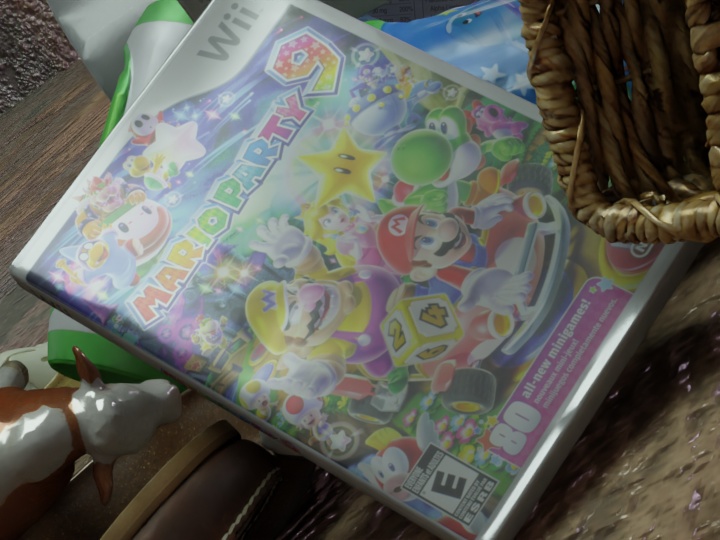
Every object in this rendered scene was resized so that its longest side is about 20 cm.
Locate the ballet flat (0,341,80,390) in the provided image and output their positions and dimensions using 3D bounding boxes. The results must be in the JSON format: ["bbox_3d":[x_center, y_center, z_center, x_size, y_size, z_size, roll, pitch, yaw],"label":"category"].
[{"bbox_3d":[-0.201,0.082,1.117,0.200,0.063,0.069,-44,15,-24],"label":"ballet flat"}]

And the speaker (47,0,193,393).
[{"bbox_3d":[-0.103,-0.037,1.042,0.088,0.088,0.200,-11,62,61],"label":"speaker"}]

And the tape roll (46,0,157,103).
[{"bbox_3d":[-0.104,-0.108,1.202,0.066,0.200,0.200,-37,14,4],"label":"tape roll"}]

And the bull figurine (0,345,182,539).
[{"bbox_3d":[-0.169,0.096,0.850,0.200,0.065,0.121,-37,10,-5],"label":"bull figurine"}]

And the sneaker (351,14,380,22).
[{"bbox_3d":[0.015,-0.072,0.895,0.200,0.082,0.074,16,53,34],"label":"sneaker"}]

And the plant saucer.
[{"bbox_3d":[-0.086,0.107,0.809,0.200,0.037,0.200,-35,15,11],"label":"plant saucer"}]

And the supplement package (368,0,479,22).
[{"bbox_3d":[0.036,-0.166,1.059,0.155,0.111,0.200,-3,14,6],"label":"supplement package"}]

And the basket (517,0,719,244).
[{"bbox_3d":[0.132,-0.114,0.571,0.149,0.200,0.143,-15,9,-21],"label":"basket"}]

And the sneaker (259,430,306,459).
[{"bbox_3d":[0.000,0.000,0.769,0.075,0.081,0.200,-8,17,7],"label":"sneaker"}]

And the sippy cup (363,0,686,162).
[{"bbox_3d":[0.076,-0.052,0.748,0.130,0.178,0.140,-23,-20,12],"label":"sippy cup"}]

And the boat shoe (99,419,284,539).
[{"bbox_3d":[-0.079,0.136,0.644,0.200,0.070,0.070,-51,-14,-33],"label":"boat shoe"}]

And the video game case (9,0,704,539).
[{"bbox_3d":[-0.001,-0.009,0.666,0.143,0.200,0.018,-55,-25,-15],"label":"video game case"}]

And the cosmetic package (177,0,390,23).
[{"bbox_3d":[0.005,-0.184,0.882,0.200,0.081,0.113,-29,41,11],"label":"cosmetic package"}]
